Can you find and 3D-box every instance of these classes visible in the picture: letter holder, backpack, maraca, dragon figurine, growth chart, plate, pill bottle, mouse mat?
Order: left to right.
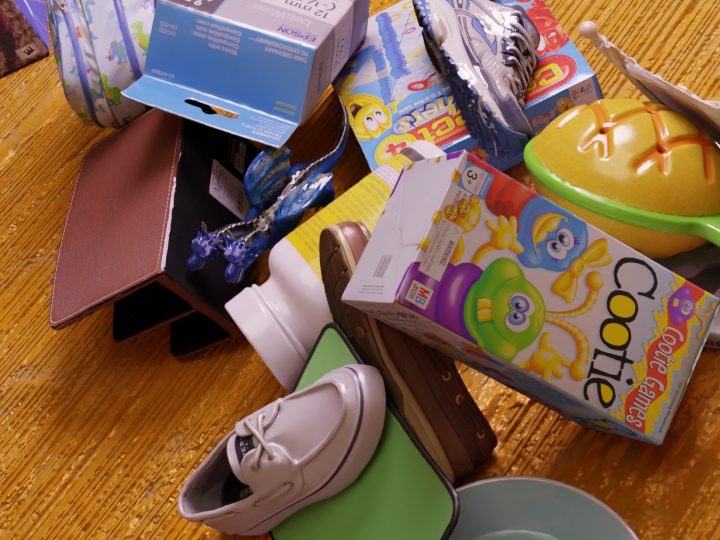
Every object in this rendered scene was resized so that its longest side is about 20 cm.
[{"bbox_3d":[-0.218,-0.226,1.079,0.153,0.163,0.200,-29,78,-10],"label":"backpack"},{"bbox_3d":[-0.175,-0.028,1.019,0.142,0.101,0.201,-23,46,28],"label":"letter holder"},{"bbox_3d":[-0.058,-0.063,0.952,0.059,0.099,0.200,36,79,12],"label":"dragon figurine"},{"bbox_3d":[-0.012,0.151,0.797,0.161,0.008,0.200,-63,37,22],"label":"mouse mat"},{"bbox_3d":[0.000,0.000,0.910,0.200,0.111,0.111,-36,49,-6],"label":"pill bottle"},{"bbox_3d":[0.093,0.226,0.754,0.199,0.026,0.201,-13,51,16],"label":"plate"},{"bbox_3d":[0.210,-0.057,0.835,0.199,0.107,0.137,22,34,20],"label":"maraca"},{"bbox_3d":[0.249,-0.103,0.834,0.018,0.145,0.200,-53,40,8],"label":"growth chart"}]

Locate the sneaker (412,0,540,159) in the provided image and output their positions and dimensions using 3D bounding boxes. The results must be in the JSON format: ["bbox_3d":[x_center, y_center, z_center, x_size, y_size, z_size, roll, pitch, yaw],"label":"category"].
[{"bbox_3d":[0.105,-0.172,0.945,0.085,0.077,0.200,-22,49,2],"label":"sneaker"}]

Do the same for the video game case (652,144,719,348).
[{"bbox_3d":[0.254,-0.034,0.881,0.182,0.022,0.201,7,59,29],"label":"video game case"}]

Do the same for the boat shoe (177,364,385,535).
[{"bbox_3d":[-0.059,0.123,0.807,0.200,0.066,0.072,-39,51,43],"label":"boat shoe"}]

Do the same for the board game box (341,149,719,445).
[{"bbox_3d":[0.108,0.019,0.764,0.103,0.200,0.105,-64,17,-8],"label":"board game box"}]

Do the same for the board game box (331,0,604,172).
[{"bbox_3d":[0.081,-0.165,1.035,0.199,0.056,0.196,-27,48,4],"label":"board game box"}]

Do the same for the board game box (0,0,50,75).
[{"bbox_3d":[-0.468,-0.281,1.304,0.199,0.160,0.097,-24,49,7],"label":"board game box"}]

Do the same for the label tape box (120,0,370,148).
[{"bbox_3d":[-0.090,-0.196,0.992,0.143,0.066,0.200,19,42,11],"label":"label tape box"}]

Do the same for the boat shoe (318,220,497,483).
[{"bbox_3d":[0.032,0.054,0.830,0.067,0.201,0.072,-26,3,-18],"label":"boat shoe"}]
